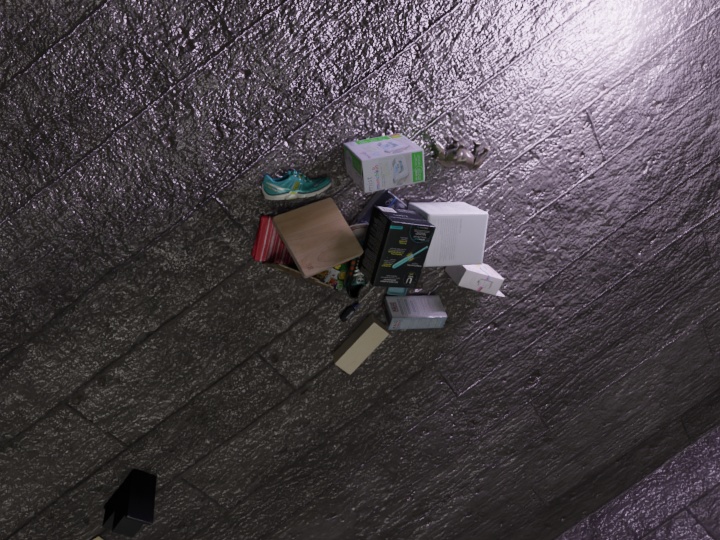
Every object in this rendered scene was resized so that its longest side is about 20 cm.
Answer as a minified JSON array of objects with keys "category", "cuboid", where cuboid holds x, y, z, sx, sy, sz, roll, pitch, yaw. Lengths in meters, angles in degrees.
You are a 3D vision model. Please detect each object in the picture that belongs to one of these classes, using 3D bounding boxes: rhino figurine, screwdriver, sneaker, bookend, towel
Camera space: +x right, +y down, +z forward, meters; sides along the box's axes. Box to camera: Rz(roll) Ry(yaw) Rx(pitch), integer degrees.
[{"category":"rhino figurine","cuboid":[0.285,-0.351,1.617,0.199,0.060,0.088,5,126,-16]},{"category":"screwdriver","cuboid":[0.007,0.099,1.780,0.200,0.028,0.029,-41,92,10]},{"category":"sneaker","cuboid":[-0.180,-0.246,1.520,0.199,0.078,0.080,-9,110,-13]},{"category":"bookend","cuboid":[-0.786,0.823,1.808,0.092,0.200,0.199,33,102,-28]},{"category":"towel","cuboid":[-0.218,-0.087,1.618,0.199,0.023,0.145,7,112,-23]},{"category":"sneaker","cuboid":[0.000,0.000,1.649,0.071,0.080,0.201,2,126,-18]}]

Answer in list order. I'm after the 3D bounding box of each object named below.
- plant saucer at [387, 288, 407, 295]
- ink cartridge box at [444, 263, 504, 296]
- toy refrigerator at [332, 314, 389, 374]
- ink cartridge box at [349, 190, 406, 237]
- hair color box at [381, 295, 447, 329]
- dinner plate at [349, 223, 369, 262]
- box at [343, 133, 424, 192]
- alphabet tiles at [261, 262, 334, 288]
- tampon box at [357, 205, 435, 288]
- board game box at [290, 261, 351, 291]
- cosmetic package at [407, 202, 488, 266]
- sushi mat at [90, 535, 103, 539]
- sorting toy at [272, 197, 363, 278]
[{"category":"plant saucer","cuboid":[0.143,-0.010,1.775,0.069,0.019,0.201,7,113,-21]},{"category":"ink cartridge box","cuboid":[0.399,0.019,1.814,0.199,0.117,0.068,15,111,-25]},{"category":"toy refrigerator","cuboid":[-0.001,0.252,1.838,0.076,0.070,0.200,38,100,-23]},{"category":"ink cartridge box","cuboid":[0.043,-0.153,1.657,0.099,0.039,0.200,33,104,-29]},{"category":"hair color box","cuboid":[0.181,0.141,1.811,0.199,0.099,0.061,0,136,-18]},{"category":"dinner plate","cuboid":[0.013,-0.078,1.661,0.199,0.024,0.201,2,138,2]},{"category":"box","cuboid":[0.062,-0.300,1.492,0.175,0.200,0.097,-12,119,-10]},{"category":"alphabet tiles","cuboid":[-0.183,0.015,1.606,0.199,0.167,0.008,23,81,-26]},{"category":"tampon box","cuboid":[0.100,-0.066,1.555,0.149,0.126,0.201,4,115,-27]},{"category":"board game box","cuboid":[-0.110,-0.008,1.671,0.199,0.024,0.105,25,113,-35]},{"category":"cosmetic package","cuboid":[0.262,-0.116,1.659,0.199,0.167,0.168,-2,109,-15]},{"category":"sushi mat","cuboid":[-0.950,1.056,1.986,0.095,0.012,0.201,-29,121,-3]},{"category":"sorting toy","cuboid":[-0.128,-0.087,1.548,0.199,0.199,0.070,-23,164,-29]}]
